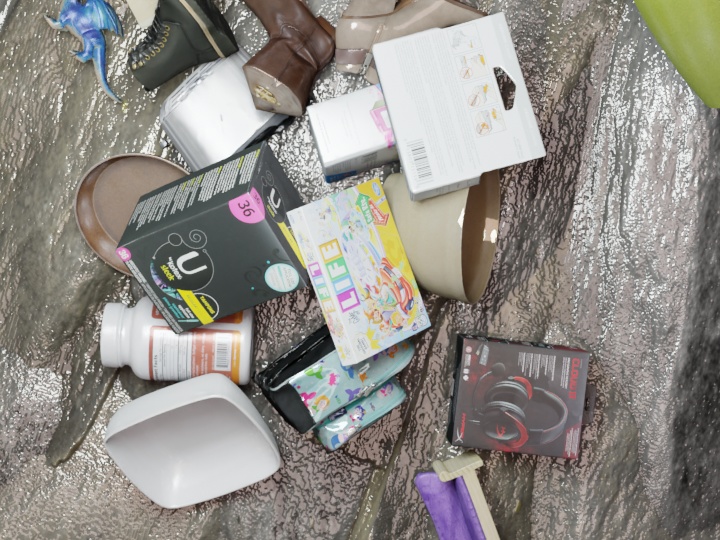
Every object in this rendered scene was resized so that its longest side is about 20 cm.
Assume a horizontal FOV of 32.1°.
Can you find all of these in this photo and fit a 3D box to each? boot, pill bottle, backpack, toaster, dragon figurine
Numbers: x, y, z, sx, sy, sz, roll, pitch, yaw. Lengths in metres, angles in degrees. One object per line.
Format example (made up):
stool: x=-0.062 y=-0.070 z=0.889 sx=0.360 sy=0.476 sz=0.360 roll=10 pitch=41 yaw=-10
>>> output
boot: x=-0.125 y=-0.298 z=1.622 sx=0.185 sy=0.201 sz=0.064 roll=34 pitch=133 yaw=-6
boot: x=0.063 y=-0.311 z=1.694 sx=0.197 sy=0.070 sz=0.148 roll=17 pitch=98 yaw=-12
pill bottle: x=-0.243 y=0.092 z=1.675 sx=0.196 sy=0.112 sz=0.114 roll=4 pitch=93 yaw=-3
backpack: x=-0.021 y=0.135 z=1.658 sx=0.200 sy=0.177 sz=0.151 roll=-41 pitch=98 yaw=-10
toaster: x=-0.173 y=-0.211 z=1.663 sx=0.200 sy=0.114 sz=0.129 roll=-43 pitch=92 yaw=1
dragon figurine: x=-0.354 y=-0.329 z=1.673 sx=0.099 sy=0.059 sz=0.201 roll=-35 pitch=93 yaw=0
boot: x=-0.246 y=-0.293 z=1.531 sx=0.137 sy=0.200 sz=0.078 roll=-27 pitch=60 yaw=8

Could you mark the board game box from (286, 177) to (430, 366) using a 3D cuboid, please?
board game box: x=0.000 y=0.000 z=1.565 sx=0.133 sy=0.034 sz=0.203 roll=-24 pitch=95 yaw=-38

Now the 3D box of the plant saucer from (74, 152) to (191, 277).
plant saucer: x=-0.280 y=-0.076 z=1.662 sx=0.197 sy=0.035 sz=0.203 roll=5 pitch=127 yaw=7

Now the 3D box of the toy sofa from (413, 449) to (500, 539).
toy sofa: x=0.151 y=0.359 z=1.724 sx=0.096 sy=0.083 sz=0.203 roll=-21 pitch=94 yaw=-3

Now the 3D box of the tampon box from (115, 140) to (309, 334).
tampon box: x=-0.175 y=-0.039 z=1.573 sx=0.198 sy=0.127 sz=0.151 roll=-21 pitch=121 yaw=21

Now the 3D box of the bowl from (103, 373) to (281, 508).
bowl: x=-0.220 y=0.218 z=1.662 sx=0.197 sy=0.075 sz=0.201 roll=-20 pitch=133 yaw=11

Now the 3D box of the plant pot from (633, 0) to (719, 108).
plant pot: x=0.474 y=-0.328 z=1.672 sx=0.185 sy=0.187 sz=0.202 roll=-26 pitch=109 yaw=-1

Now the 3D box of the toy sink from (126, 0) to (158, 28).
toy sink: x=-0.266 y=-0.428 z=1.592 sx=0.129 sy=0.201 sz=0.113 roll=-26 pitch=138 yaw=-1

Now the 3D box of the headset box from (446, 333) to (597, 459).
headset box: x=0.225 y=0.173 z=1.721 sx=0.197 sy=0.075 sz=0.151 roll=7 pitch=92 yaw=-3

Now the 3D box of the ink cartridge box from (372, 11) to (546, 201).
ink cartridge box: x=0.120 y=-0.205 z=1.554 sx=0.171 sy=0.044 sz=0.203 roll=-14 pitch=77 yaw=-2

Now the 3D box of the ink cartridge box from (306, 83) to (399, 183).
ink cartridge box: x=0.035 y=-0.193 z=1.655 sx=0.197 sy=0.145 sz=0.086 roll=-17 pitch=85 yaw=-2

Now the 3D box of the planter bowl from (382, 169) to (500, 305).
planter bowl: x=0.098 y=-0.064 z=1.656 sx=0.133 sy=0.200 sz=0.204 roll=7 pitch=93 yaw=19
